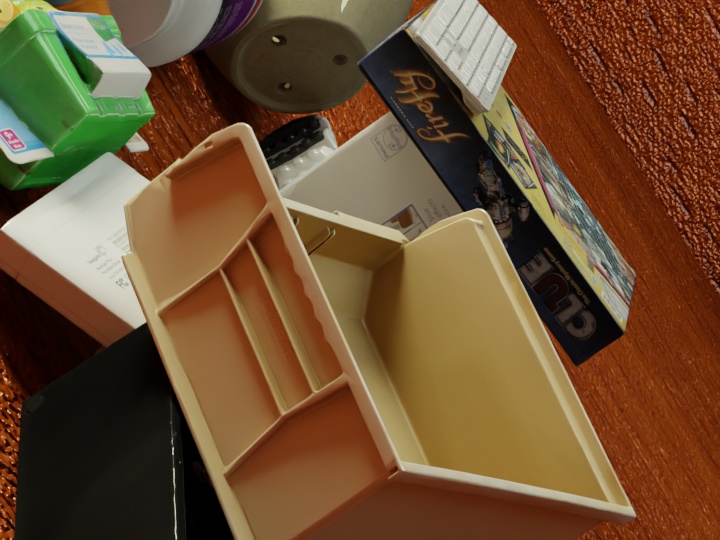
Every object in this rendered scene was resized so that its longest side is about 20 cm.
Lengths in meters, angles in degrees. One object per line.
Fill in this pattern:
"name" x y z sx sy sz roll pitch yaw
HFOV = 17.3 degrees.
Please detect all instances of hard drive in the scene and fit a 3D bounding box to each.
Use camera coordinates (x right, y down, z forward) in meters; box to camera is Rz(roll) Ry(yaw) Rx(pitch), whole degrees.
"hard drive" -0.079 0.024 1.205 0.199 0.027 0.132 36 27 4

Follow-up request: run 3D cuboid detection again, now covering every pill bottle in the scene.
"pill bottle" -0.131 -0.194 1.542 0.113 0.112 0.200 57 15 -4

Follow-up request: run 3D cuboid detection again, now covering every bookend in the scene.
"bookend" -0.064 0.161 1.090 0.200 0.092 0.199 50 16 -29

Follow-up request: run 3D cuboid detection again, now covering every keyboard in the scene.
"keyboard" 0.061 -0.129 1.326 0.056 0.011 0.200 53 15 -8

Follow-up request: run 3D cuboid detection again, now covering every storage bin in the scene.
"storage bin" 0.006 0.044 1.111 0.200 0.094 0.199 16 43 -53

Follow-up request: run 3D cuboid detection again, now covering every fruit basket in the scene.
"fruit basket" -0.201 -0.140 1.258 0.201 0.094 0.185 56 15 6

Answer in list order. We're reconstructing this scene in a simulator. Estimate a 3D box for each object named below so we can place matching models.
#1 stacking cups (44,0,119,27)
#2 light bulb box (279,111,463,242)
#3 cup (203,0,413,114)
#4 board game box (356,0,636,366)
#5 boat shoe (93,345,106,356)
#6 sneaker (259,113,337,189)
"stacking cups" -0.176 -0.180 1.372 0.061 0.060 0.201 -101 173 -54
"light bulb box" 0.000 0.000 1.407 0.125 0.199 0.198 56 15 2
"cup" -0.046 -0.199 1.709 0.200 0.199 0.144 43 33 -43
"board game box" 0.080 -0.052 1.311 0.200 0.035 0.136 54 15 -5
"boat shoe" -0.066 0.079 1.260 0.199 0.069 0.071 16 77 -32
"sneaker" -0.025 -0.031 1.651 0.081 0.075 0.200 59 13 -30
